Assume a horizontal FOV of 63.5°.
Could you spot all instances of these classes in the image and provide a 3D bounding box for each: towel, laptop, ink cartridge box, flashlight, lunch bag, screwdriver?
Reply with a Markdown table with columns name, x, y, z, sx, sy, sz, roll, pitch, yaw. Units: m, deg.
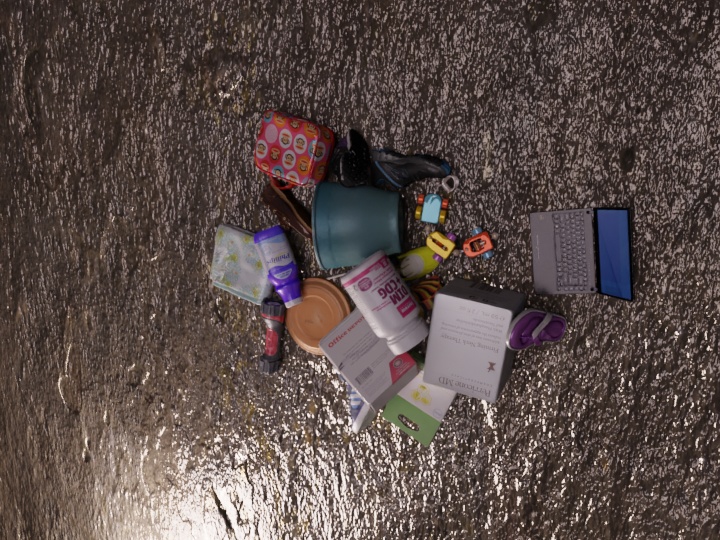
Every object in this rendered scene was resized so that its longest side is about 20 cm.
| name | x | y | z | sx | sy | sz | roll | pitch | yaw |
| --- | --- | --- | --- | --- | --- | --- | --- | --- | --- |
| towel | -0.310 | -0.017 | 1.553 | 0.197 | 0.048 | 0.174 | 20 | 108 | 21 |
| laptop | 0.437 | -0.032 | 1.164 | 0.197 | 0.103 | 0.181 | -2 | 98 | 26 |
| ink cartridge box | 0.139 | 0.317 | 1.400 | 0.144 | 0.048 | 0.202 | 30 | 108 | 17 |
| flashlight | -0.237 | 0.174 | 1.529 | 0.066 | 0.068 | 0.203 | 8 | 106 | -4 |
| ink cartridge box | 0.018 | 0.203 | 1.354 | 0.145 | 0.085 | 0.200 | -39 | 61 | -9 |
| lunch bag | -0.166 | -0.281 | 1.405 | 0.198 | 0.081 | 0.179 | 27 | 109 | 30 |
| screwdriver | 0.000 | 0.000 | 1.360 | 0.197 | 0.029 | 0.028 | -16 | 108 | 25 |

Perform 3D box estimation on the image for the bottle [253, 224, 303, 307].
| name | x | y | z | sx | sy | sz | roll | pitch | yaw |
| --- | --- | --- | --- | --- | --- | --- | --- | --- | --- |
| bottle | -0.199 | -0.008 | 1.460 | 0.082 | 0.065 | 0.203 | -20 | 91 | -5 |

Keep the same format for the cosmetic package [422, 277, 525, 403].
| name | x | y | z | sx | sy | sz | roll | pitch | yaw |
| --- | --- | --- | --- | --- | --- | --- | --- | --- | --- |
| cosmetic package | 0.246 | 0.143 | 1.251 | 0.165 | 0.166 | 0.204 | 12 | 105 | 22 |

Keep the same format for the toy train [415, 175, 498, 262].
| name | x | y | z | sx | sy | sz | roll | pitch | yaw |
| --- | --- | --- | --- | --- | --- | --- | --- | --- | --- |
| toy train | 0.209 | -0.100 | 1.292 | 0.149 | 0.056 | 0.202 | -29 | 82 | 13 |

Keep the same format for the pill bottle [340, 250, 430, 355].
| name | x | y | z | sx | sy | sz | roll | pitch | yaw |
| --- | --- | --- | --- | --- | --- | --- | --- | --- | --- |
| pill bottle | 0.056 | 0.069 | 1.233 | 0.113 | 0.113 | 0.201 | -32 | 94 | 26 |

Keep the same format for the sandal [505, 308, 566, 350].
| name | x | y | z | sx | sy | sz | roll | pitch | yaw |
| --- | --- | --- | --- | --- | --- | --- | --- | --- | --- |
| sandal | 0.367 | 0.118 | 1.172 | 0.049 | 0.200 | 0.084 | 17 | 106 | 47 |

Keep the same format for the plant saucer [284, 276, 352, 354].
| name | x | y | z | sx | sy | sz | roll | pitch | yaw |
| --- | --- | --- | --- | --- | --- | --- | --- | --- | --- |
| plant saucer | -0.112 | 0.118 | 1.492 | 0.197 | 0.032 | 0.204 | 5 | 101 | 25 |

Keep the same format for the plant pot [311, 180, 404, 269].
| name | x | y | z | sx | sy | sz | roll | pitch | yaw |
| --- | --- | --- | --- | --- | --- | --- | --- | --- | --- |
| plant pot | 0.003 | -0.104 | 1.318 | 0.185 | 0.200 | 0.204 | -1 | 99 | 10 |

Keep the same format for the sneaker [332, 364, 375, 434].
| name | x | y | z | sx | sy | sz | roll | pitch | yaw |
| --- | --- | --- | --- | --- | --- | --- | --- | --- | --- |
| sneaker | -0.016 | 0.289 | 1.457 | 0.145 | 0.080 | 0.203 | 32 | 115 | 26 |

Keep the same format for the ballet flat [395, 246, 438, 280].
| name | x | y | z | sx | sy | sz | roll | pitch | yaw |
| --- | --- | --- | --- | --- | --- | --- | --- | --- | --- |
| ballet flat | 0.093 | -0.001 | 1.352 | 0.197 | 0.067 | 0.068 | -17 | 100 | 26 |

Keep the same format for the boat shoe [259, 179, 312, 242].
| name | x | y | z | sx | sy | sz | roll | pitch | yaw |
| --- | --- | --- | --- | --- | --- | --- | --- | --- | --- |
| boat shoe | -0.175 | -0.138 | 1.455 | 0.070 | 0.070 | 0.200 | -47 | 70 | 17 |

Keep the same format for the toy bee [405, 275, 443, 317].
| name | x | y | z | sx | sy | sz | roll | pitch | yaw |
| --- | --- | --- | --- | --- | --- | --- | --- | --- | --- |
| toy bee | 0.103 | 0.092 | 1.342 | 0.130 | 0.110 | 0.199 | 30 | 130 | -30 |

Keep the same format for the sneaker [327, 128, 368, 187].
| name | x | y | z | sx | sy | sz | roll | pitch | yaw |
| --- | --- | --- | --- | --- | --- | --- | --- | --- | --- |
| sneaker | -0.034 | -0.233 | 1.318 | 0.076 | 0.201 | 0.087 | 40 | 123 | -23 |

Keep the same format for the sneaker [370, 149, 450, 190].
| name | x | y | z | sx | sy | sz | roll | pitch | yaw |
| --- | --- | --- | --- | --- | --- | --- | --- | --- | --- |
| sneaker | 0.111 | -0.222 | 1.309 | 0.198 | 0.073 | 0.083 | 16 | 109 | 33 |
